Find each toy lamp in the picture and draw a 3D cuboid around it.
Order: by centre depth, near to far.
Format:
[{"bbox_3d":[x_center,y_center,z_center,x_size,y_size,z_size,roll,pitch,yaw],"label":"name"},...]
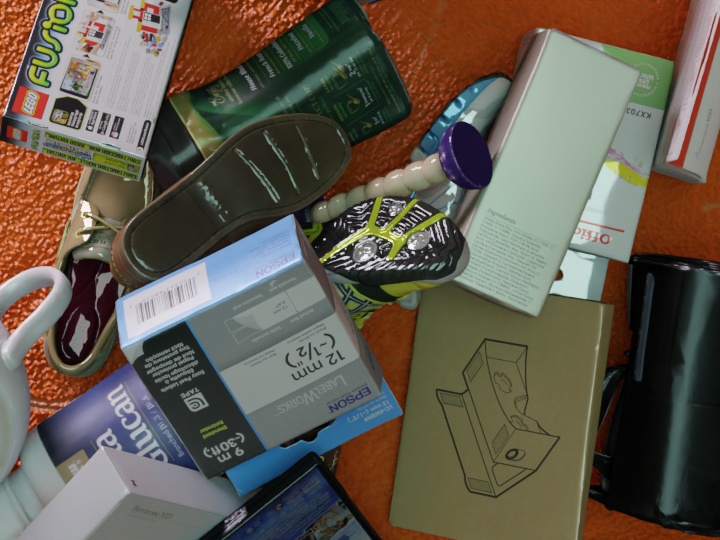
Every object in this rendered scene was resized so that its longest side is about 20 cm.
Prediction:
[{"bbox_3d":[0.004,-0.055,1.545,0.199,0.058,0.059,-23,96,33],"label":"toy lamp"}]

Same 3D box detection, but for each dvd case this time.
[{"bbox_3d":[-0.049,0.235,1.576,0.142,0.018,0.200,-38,136,-5],"label":"dvd case"}]

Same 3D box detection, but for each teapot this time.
[{"bbox_3d":[-0.332,0.078,1.537,0.198,0.146,0.199,13,117,-12],"label":"teapot"}]

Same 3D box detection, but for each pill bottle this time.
[{"bbox_3d":[-0.188,0.145,1.575,0.199,0.111,0.111,-35,95,-2],"label":"pill bottle"}]

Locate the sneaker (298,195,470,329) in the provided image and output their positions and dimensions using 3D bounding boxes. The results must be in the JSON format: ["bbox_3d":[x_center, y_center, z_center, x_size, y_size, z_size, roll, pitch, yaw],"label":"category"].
[{"bbox_3d":[0.000,0.000,1.516,0.077,0.199,0.076,52,48,-36],"label":"sneaker"}]

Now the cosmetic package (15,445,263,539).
[{"bbox_3d":[-0.165,0.212,1.530,0.151,0.200,0.052,-44,57,15],"label":"cosmetic package"}]

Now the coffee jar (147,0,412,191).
[{"bbox_3d":[-0.067,-0.116,1.578,0.199,0.085,0.105,-31,131,-3],"label":"coffee jar"}]

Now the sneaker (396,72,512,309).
[{"bbox_3d":[0.070,-0.058,1.601,0.086,0.075,0.201,35,98,10],"label":"sneaker"}]

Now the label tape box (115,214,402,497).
[{"bbox_3d":[-0.065,0.078,1.472,0.142,0.066,0.201,-26,122,5],"label":"label tape box"}]

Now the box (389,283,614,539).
[{"bbox_3d":[0.108,0.112,1.601,0.162,0.021,0.202,9,92,31],"label":"box"}]

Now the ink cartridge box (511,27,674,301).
[{"bbox_3d":[0.163,-0.077,1.617,0.116,0.067,0.202,12,92,-6],"label":"ink cartridge box"}]

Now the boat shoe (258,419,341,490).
[{"bbox_3d":[-0.046,0.117,1.609,0.070,0.070,0.202,7,94,-6],"label":"boat shoe"}]

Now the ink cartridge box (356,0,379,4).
[{"bbox_3d":[-0.058,-0.229,1.545,0.198,0.099,0.040,1,86,-28],"label":"ink cartridge box"}]

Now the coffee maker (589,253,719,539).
[{"bbox_3d":[0.269,0.094,1.578,0.134,0.191,0.202,5,95,-47],"label":"coffee maker"}]

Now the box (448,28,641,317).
[{"bbox_3d":[0.130,-0.072,1.544,0.082,0.068,0.201,25,89,-8],"label":"box"}]

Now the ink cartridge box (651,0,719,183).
[{"bbox_3d":[0.266,-0.150,1.556,0.057,0.200,0.164,16,92,-3],"label":"ink cartridge box"}]

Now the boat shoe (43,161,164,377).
[{"bbox_3d":[-0.195,-0.013,1.589,0.073,0.066,0.202,13,92,-6],"label":"boat shoe"}]

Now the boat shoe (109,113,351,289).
[{"bbox_3d":[-0.100,-0.053,1.512,0.199,0.068,0.072,-29,89,-24],"label":"boat shoe"}]

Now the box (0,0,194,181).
[{"bbox_3d":[-0.189,-0.171,1.547,0.109,0.035,0.201,16,59,-5],"label":"box"}]
